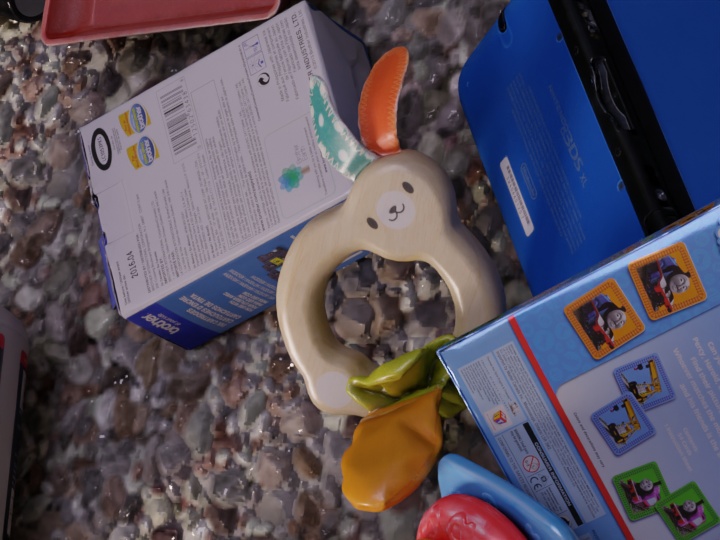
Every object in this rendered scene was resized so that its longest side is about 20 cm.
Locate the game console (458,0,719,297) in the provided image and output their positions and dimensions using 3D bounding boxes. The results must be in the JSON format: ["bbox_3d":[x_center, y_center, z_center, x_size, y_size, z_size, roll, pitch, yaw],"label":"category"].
[{"bbox_3d":[0.161,-0.074,1.279,0.171,0.118,0.200,-52,46,45],"label":"game console"}]

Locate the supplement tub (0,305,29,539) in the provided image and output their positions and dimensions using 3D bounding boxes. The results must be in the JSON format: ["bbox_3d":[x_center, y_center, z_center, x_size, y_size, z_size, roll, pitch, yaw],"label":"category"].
[{"bbox_3d":[-0.272,0.118,1.405,0.140,0.140,0.200,-8,67,30],"label":"supplement tub"}]

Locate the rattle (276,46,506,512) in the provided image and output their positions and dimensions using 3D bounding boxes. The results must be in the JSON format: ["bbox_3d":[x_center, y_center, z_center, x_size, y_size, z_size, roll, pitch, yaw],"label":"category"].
[{"bbox_3d":[0.000,0.000,1.235,0.130,0.143,0.200,12,115,28],"label":"rattle"}]

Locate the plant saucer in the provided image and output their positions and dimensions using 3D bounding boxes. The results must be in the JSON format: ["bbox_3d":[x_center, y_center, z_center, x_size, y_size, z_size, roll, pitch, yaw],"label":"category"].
[{"bbox_3d":[-0.101,-0.235,1.453,0.200,0.037,0.200,-2,75,40],"label":"plant saucer"}]

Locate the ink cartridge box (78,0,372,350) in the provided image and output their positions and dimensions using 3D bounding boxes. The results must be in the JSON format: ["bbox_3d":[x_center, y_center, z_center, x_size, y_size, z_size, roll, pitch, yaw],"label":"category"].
[{"bbox_3d":[-0.080,-0.047,1.385,0.200,0.076,0.137,-27,60,19],"label":"ink cartridge box"}]

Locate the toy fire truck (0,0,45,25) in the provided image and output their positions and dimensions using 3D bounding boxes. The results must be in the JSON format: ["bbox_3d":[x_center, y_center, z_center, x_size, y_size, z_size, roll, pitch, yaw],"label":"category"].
[{"bbox_3d":[-0.273,-0.274,1.517,0.129,0.200,0.176,22,85,36],"label":"toy fire truck"}]

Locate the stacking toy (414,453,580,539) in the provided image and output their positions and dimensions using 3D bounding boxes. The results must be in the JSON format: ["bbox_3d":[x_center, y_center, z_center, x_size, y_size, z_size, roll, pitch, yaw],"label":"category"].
[{"bbox_3d":[0.015,0.189,1.154,0.200,0.116,0.110,-28,37,-27],"label":"stacking toy"}]

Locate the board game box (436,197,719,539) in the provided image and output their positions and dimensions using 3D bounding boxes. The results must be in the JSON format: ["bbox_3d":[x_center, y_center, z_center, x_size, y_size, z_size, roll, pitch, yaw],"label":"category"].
[{"bbox_3d":[0.160,0.059,1.176,0.200,0.037,0.151,-28,90,21],"label":"board game box"}]
